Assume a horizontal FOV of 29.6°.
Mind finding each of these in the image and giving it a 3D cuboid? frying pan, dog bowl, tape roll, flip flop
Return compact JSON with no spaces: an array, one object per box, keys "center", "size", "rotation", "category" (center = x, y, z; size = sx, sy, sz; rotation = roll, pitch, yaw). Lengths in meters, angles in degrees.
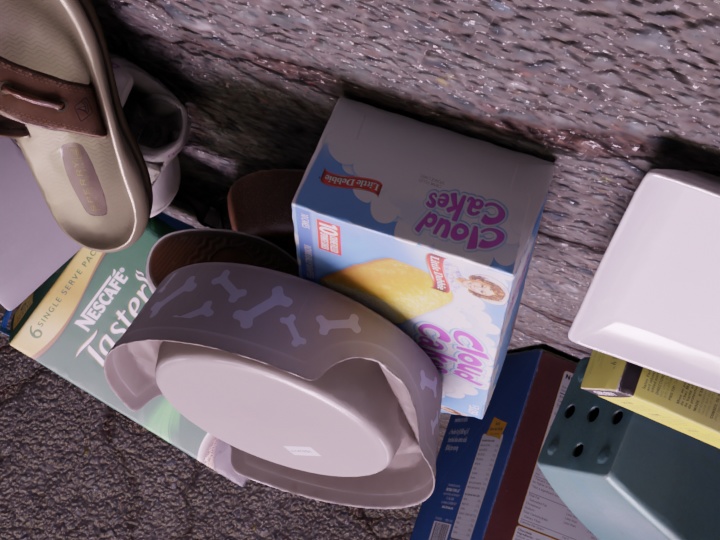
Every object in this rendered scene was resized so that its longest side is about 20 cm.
[{"center":[-0.086,-0.037,0.979],"size":[0.188,0.031,0.115],"rotation":[20,168,-11],"category":"frying pan"},{"center":[-0.043,0.066,0.770],"size":[0.197,0.059,0.201],"rotation":[17,155,8],"category":"dog bowl"},{"center":[-0.248,-0.072,0.794],"size":[0.200,0.066,0.201],"rotation":[45,168,12],"category":"tape roll"},{"center":[-0.162,-0.082,0.663],"size":[0.080,0.058,0.202],"rotation":[4,132,25],"category":"flip flop"}]

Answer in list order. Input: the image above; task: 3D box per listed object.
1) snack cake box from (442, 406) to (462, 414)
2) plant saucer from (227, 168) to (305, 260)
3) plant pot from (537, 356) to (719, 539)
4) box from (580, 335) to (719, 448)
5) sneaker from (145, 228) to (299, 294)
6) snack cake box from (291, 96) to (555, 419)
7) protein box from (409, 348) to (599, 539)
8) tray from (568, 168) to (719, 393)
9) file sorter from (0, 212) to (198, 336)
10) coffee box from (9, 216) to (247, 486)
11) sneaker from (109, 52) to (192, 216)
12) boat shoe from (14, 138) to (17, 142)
[{"center":[0.014,0.065,1.129],"size":[0.114,0.068,0.199],"rotation":[26,168,-22],"category":"snack cake box"},{"center":[0.000,0.000,0.893],"size":[0.197,0.035,0.201],"rotation":[17,158,7],"category":"plant saucer"},{"center":[0.241,0.150,1.006],"size":[0.199,0.143,0.141],"rotation":[34,164,-23],"category":"plant pot"},{"center":[0.232,0.072,0.795],"size":[0.198,0.076,0.050],"rotation":[22,171,-13],"category":"box"},{"center":[-0.044,0.037,0.870],"size":[0.197,0.074,0.085],"rotation":[20,156,-1],"category":"sneaker"},{"center":[0.031,0.001,0.734],"size":[0.113,0.068,0.201],"rotation":[19,156,10],"category":"snack cake box"},{"center":[0.148,0.189,1.163],"size":[0.133,0.203,0.198],"rotation":[22,169,-10],"category":"protein box"},{"center":[0.168,0.007,0.656],"size":[0.106,0.022,0.201],"rotation":[20,158,7],"category":"tray"},{"center":[-0.155,0.027,1.021],"size":[0.198,0.124,0.139],"rotation":[24,173,-18],"category":"file sorter"},{"center":[-0.125,0.049,0.927],"size":[0.199,0.123,0.044],"rotation":[37,-169,-22],"category":"coffee box"},{"center":[-0.136,-0.069,0.784],"size":[0.098,0.076,0.200],"rotation":[18,169,17],"category":"sneaker"},{"center":[-0.328,-0.093,1.031],"size":[0.197,0.070,0.074],"rotation":[20,168,-4],"category":"boat shoe"}]
